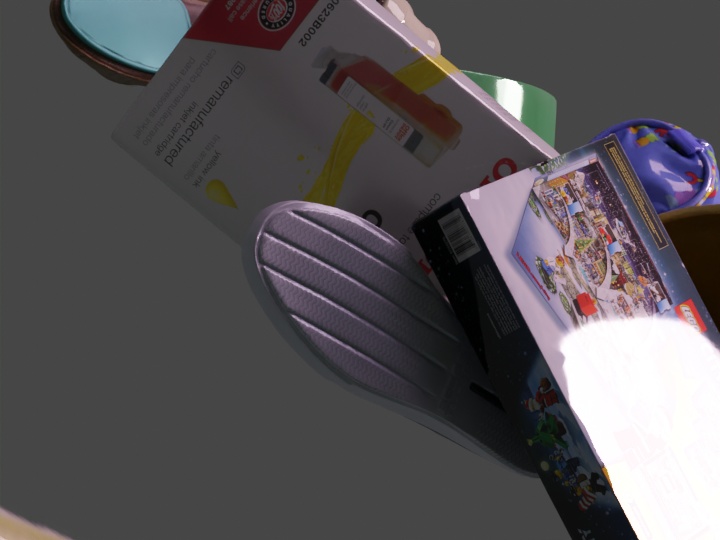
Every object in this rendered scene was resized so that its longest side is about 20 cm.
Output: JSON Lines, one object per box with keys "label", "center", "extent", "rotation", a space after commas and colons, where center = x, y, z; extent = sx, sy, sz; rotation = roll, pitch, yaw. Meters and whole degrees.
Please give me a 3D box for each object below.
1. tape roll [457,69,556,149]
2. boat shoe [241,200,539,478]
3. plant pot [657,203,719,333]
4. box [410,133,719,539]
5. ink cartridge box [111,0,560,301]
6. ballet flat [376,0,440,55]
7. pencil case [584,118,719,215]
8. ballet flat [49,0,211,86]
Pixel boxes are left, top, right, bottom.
{"label": "tape roll", "center": [0.022, -0.089, 1.292], "extent": [0.199, 0.049, 0.200], "rotation": [5, -5, 0]}
{"label": "boat shoe", "center": [0.017, 0.039, 0.985], "extent": [0.200, 0.072, 0.062], "rotation": [39, -19, -21]}
{"label": "plant pot", "center": [0.203, 0.080, 1.132], "extent": [0.200, 0.200, 0.142], "rotation": [42, 1, 23]}
{"label": "box", "center": [0.120, 0.043, 0.993], "extent": [0.136, 0.038, 0.201], "rotation": [-22, 83, -49]}
{"label": "ink cartridge box", "center": [-0.009, -0.066, 1.118], "extent": [0.200, 0.145, 0.083], "rotation": [39, 8, 5]}
{"label": "ballet flat", "center": [0.012, -0.134, 1.361], "extent": [0.069, 0.070, 0.200], "rotation": [38, -7, -7]}
{"label": "pencil case", "center": [0.183, -0.008, 1.216], "extent": [0.078, 0.087, 0.200], "rotation": [46, -10, 36]}
{"label": "ballet flat", "center": [-0.114, -0.143, 1.315], "extent": [0.199, 0.068, 0.072], "rotation": [-2, -14, -32]}
